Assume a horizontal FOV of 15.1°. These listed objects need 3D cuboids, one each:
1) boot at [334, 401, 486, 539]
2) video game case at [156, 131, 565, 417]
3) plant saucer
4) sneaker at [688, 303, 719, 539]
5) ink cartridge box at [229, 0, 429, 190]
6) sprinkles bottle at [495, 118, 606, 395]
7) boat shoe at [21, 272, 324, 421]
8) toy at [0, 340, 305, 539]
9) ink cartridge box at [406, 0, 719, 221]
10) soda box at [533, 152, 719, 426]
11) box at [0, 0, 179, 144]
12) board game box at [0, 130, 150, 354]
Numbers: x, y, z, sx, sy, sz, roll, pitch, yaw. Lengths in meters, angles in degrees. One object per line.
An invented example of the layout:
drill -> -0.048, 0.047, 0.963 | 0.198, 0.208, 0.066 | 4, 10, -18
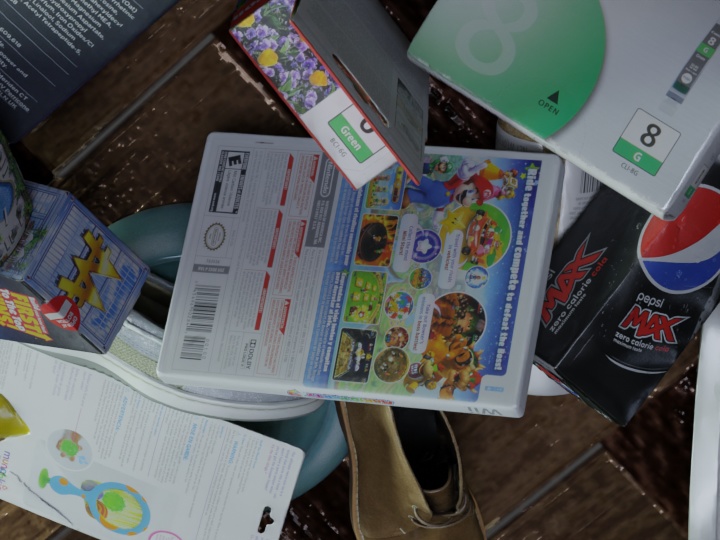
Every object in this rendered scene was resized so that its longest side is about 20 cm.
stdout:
boot -> 0.035, 0.132, 1.547 | 0.074, 0.075, 0.200 | -24, 119, -11
video game case -> 0.000, 0.000, 1.438 | 0.200, 0.018, 0.143 | 5, 70, 18
plant saucer -> -0.091, 0.059, 1.558 | 0.200, 0.027, 0.200 | 1, 113, 3
sneaker -> 0.244, 0.107, 1.534 | 0.115, 0.074, 0.200 | 4, 112, 5
ink cartridge box -> -0.015, -0.104, 1.391 | 0.050, 0.200, 0.109 | -34, 106, 15
sprinkles bottle -> 0.104, -0.034, 1.486 | 0.068, 0.068, 0.200 | 4, 112, 2
boat shoe -> -0.111, 0.026, 1.494 | 0.202, 0.074, 0.065 | 21, 113, 3
toy -> -0.133, 0.099, 1.535 | 0.200, 0.047, 0.115 | 19, 126, 2
ink cartridge box -> 0.144, -0.150, 1.388 | 0.161, 0.050, 0.200 | 33, 96, 13
soda box -> 0.165, -0.021, 1.442 | 0.063, 0.071, 0.200 | 39, 87, -33
box -> -0.130, -0.182, 1.364 | 0.104, 0.148, 0.200 | 44, 130, -14
board game box -> -0.217, -0.032, 1.403 | 0.200, 0.062, 0.200 | 15, 149, 18
